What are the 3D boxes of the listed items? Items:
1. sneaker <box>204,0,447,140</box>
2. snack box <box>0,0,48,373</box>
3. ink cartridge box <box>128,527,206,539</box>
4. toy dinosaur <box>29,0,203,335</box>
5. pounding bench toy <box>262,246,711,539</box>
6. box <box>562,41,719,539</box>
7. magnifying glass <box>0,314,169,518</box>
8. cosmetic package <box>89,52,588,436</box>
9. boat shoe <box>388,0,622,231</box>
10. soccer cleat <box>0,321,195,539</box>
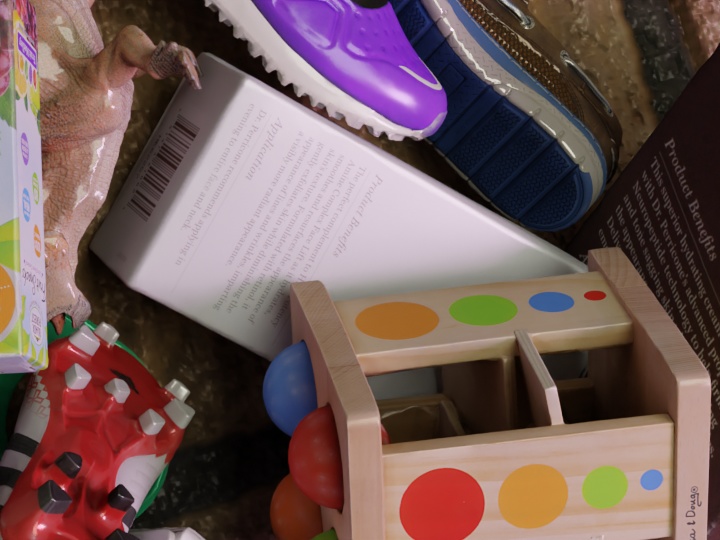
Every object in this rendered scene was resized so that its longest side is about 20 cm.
[{"bbox_3d":[-0.024,-0.145,1.147,0.200,0.070,0.100,44,102,-2],"label":"sneaker"},{"bbox_3d":[-0.219,-0.029,1.017,0.199,0.053,0.143,-4,82,4],"label":"snack box"},{"bbox_3d":[-0.056,0.217,1.092,0.200,0.086,0.148,43,65,-18],"label":"ink cartridge box"},{"bbox_3d":[-0.140,-0.081,1.098,0.135,0.086,0.200,-27,67,1],"label":"toy dinosaur"},{"bbox_3d":[0.045,0.112,1.100,0.155,0.124,0.201,-7,115,-9],"label":"pounding bench toy"},{"bbox_3d":[0.206,0.018,1.185,0.164,0.200,0.166,1,54,-29],"label":"box"},{"bbox_3d":[-0.146,0.017,1.123,0.080,0.022,0.200,-35,100,-30],"label":"magnifying glass"},{"bbox_3d":[0.000,0.000,1.159,0.200,0.074,0.102,30,93,-23],"label":"cosmetic package"},{"bbox_3d":[0.036,-0.106,1.222,0.200,0.072,0.072,49,40,-4],"label":"boat shoe"},{"bbox_3d":[-0.115,0.085,1.043,0.069,0.200,0.085,38,109,-13],"label":"soccer cleat"}]
